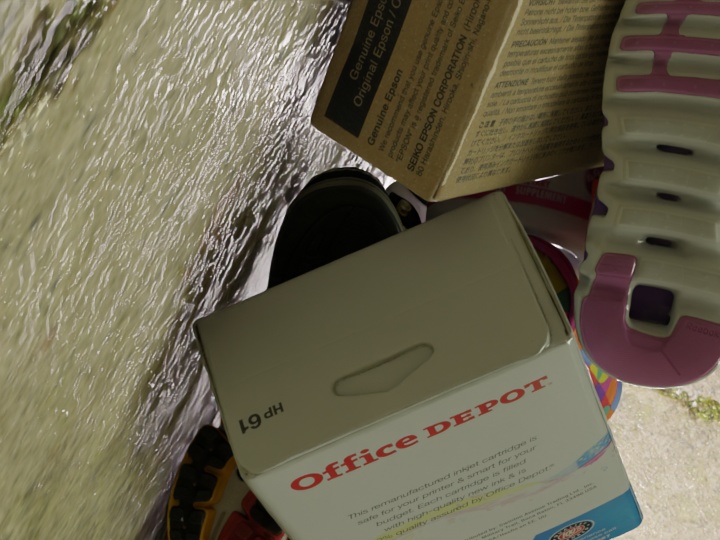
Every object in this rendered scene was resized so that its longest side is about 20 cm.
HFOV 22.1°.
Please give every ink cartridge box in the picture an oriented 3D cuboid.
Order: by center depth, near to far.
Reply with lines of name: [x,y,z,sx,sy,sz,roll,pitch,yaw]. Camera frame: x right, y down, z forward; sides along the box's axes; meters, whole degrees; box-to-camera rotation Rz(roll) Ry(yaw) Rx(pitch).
ink cartridge box: [0.087,-0.125,0.779,0.200,0.075,0.165,-13,130,-53]
ink cartridge box: [0.032,0.070,0.816,0.144,0.085,0.200,-23,148,3]

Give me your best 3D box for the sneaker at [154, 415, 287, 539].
sneaker: [-0.079,0.166,0.929,0.200,0.078,0.082,-62,175,-7]

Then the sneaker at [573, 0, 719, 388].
sneaker: [0.135,-0.055,0.781,0.088,0.080,0.201,-64,166,-78]

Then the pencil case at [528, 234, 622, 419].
pencil case: [0.096,0.045,1.027,0.089,0.088,0.200,-62,159,-10]

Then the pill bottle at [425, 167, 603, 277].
pill bottle: [0.108,-0.105,1.025,0.113,0.113,0.200,88,13,-77]

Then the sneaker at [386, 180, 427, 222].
sneaker: [0.039,-0.027,1.183,0.081,0.076,0.200,-52,170,6]

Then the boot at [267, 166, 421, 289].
boot: [-0.001,0.001,0.942,0.154,0.073,0.204,-86,171,-50]

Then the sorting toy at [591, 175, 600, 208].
sorting toy: [0.178,-0.066,0.967,0.199,0.069,0.200,-20,113,-63]
